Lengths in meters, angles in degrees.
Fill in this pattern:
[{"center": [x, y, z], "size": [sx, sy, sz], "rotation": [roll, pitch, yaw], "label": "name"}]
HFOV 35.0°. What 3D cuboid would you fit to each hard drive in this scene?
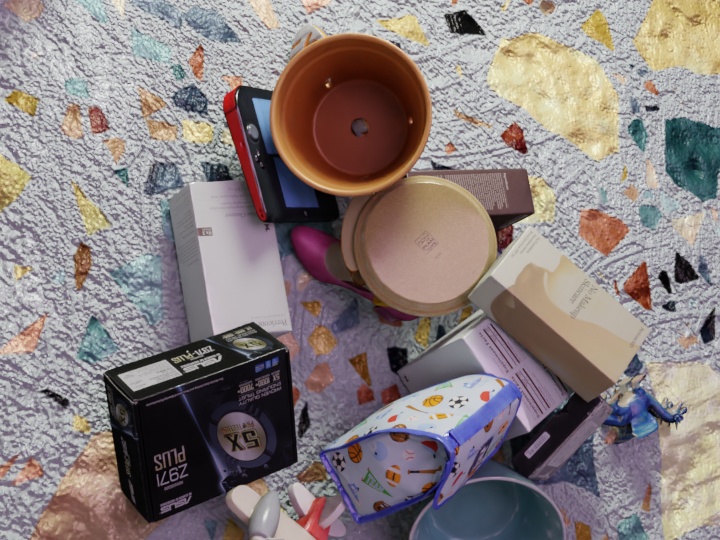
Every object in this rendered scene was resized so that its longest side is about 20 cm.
[{"center": [0.271, 0.217, 1.511], "size": [0.038, 0.200, 0.140], "rotation": [44, 93, 18], "label": "hard drive"}]

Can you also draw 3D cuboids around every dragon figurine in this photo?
[{"center": [0.396, 0.219, 1.669], "size": [0.200, 0.059, 0.100], "rotation": [-29, 90, -32], "label": "dragon figurine"}]

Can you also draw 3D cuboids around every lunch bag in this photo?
[{"center": [0.083, 0.207, 1.369], "size": [0.170, 0.200, 0.124], "rotation": [-30, 89, -48], "label": "lunch bag"}]

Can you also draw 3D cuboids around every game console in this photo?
[{"center": [-0.098, -0.147, 1.475], "size": [0.200, 0.031, 0.177], "rotation": [-6, 75, -63], "label": "game console"}]

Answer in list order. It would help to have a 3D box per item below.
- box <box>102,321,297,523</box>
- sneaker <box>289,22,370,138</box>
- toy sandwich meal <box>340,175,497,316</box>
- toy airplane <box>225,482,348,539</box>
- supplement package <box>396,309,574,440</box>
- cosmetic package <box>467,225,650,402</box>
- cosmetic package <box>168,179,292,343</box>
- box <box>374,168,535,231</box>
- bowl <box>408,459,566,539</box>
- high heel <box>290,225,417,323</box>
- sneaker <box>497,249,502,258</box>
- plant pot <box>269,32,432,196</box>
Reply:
[{"center": [-0.182, 0.173, 1.326], "size": [0.200, 0.086, 0.164], "rotation": [-17, 119, -30], "label": "box"}, {"center": [-0.030, -0.250, 1.580], "size": [0.077, 0.078, 0.200], "rotation": [-23, 85, -53], "label": "sneaker"}, {"center": [0.074, -0.027, 1.469], "size": [0.205, 0.070, 0.205], "rotation": [1, 76, -5], "label": "toy sandwich meal"}, {"center": [-0.063, 0.344, 1.348], "size": [0.200, 0.141, 0.199], "rotation": [-1, 81, -36], "label": "toy airplane"}, {"center": [0.196, 0.119, 1.514], "size": [0.200, 0.191, 0.147], "rotation": [-34, 89, -30], "label": "supplement package"}, {"center": [0.244, 0.053, 1.402], "size": [0.200, 0.071, 0.105], "rotation": [40, 58, 1], "label": "cosmetic package"}, {"center": [-0.164, -0.007, 1.430], "size": [0.113, 0.081, 0.200], "rotation": [-7, 78, -31], "label": "cosmetic package"}, {"center": [0.132, -0.095, 1.598], "size": [0.200, 0.100, 0.075], "rotation": [-6, 79, -27], "label": "box"}, {"center": [0.153, 0.322, 1.462], "size": [0.201, 0.105, 0.201], "rotation": [-2, 112, -5], "label": "bowl"}, {"center": [0.000, 0.000, 1.504], "size": [0.200, 0.096, 0.067], "rotation": [43, 62, -11], "label": "high heel"}, {"center": [0.135, -0.010, 1.585], "size": [0.200, 0.082, 0.070], "rotation": [-1, 76, -28], "label": "sneaker"}, {"center": [-0.007, -0.189, 1.456], "size": [0.200, 0.140, 0.200], "rotation": [0, 90, 4], "label": "plant pot"}]
